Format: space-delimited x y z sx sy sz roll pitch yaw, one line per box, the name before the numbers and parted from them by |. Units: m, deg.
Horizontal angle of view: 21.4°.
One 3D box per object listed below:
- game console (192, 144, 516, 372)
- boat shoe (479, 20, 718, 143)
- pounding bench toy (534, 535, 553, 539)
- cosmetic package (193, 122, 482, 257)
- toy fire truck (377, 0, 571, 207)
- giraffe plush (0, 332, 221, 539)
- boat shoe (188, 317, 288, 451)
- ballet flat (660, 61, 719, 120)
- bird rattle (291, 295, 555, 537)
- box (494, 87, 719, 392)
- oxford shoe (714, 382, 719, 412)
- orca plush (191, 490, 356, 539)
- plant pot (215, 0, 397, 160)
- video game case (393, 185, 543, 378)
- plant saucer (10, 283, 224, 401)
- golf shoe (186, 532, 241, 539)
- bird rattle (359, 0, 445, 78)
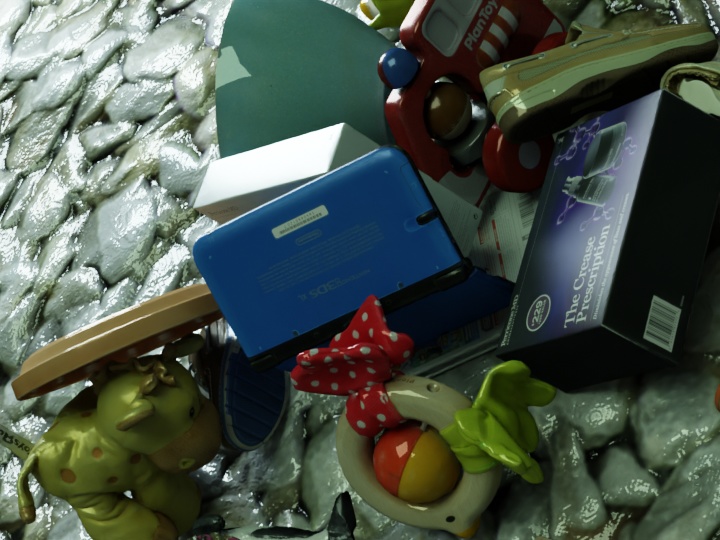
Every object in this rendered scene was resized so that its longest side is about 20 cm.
game console | 0.000 0.000 1.506 0.200 0.171 0.118 -25 9 23
boat shoe | 0.190 -0.170 1.531 0.200 0.072 0.076 -19 66 -19
pounding bench toy | 0.159 0.257 1.236 0.156 0.200 0.124 16 72 44
cosmetic package | -0.021 -0.050 1.568 0.200 0.151 0.052 -11 52 54
toy fire truck | 0.090 -0.159 1.577 0.112 0.168 0.200 8 64 54
giraffe plush | -0.182 0.131 1.574 0.162 0.200 0.173 -39 41 32
boat shoe | -0.109 0.078 1.670 0.072 0.072 0.200 -26 42 33
ballet flat | 0.306 -0.110 1.461 0.200 0.062 0.068 32 110 48
bird rattle | 0.039 0.125 1.426 0.200 0.163 0.113 15 33 4
box | 0.193 -0.020 1.452 0.141 0.079 0.200 -25 43 59
oxford shoe | 0.339 0.055 1.325 0.200 0.071 0.073 -36 51 14
orca plush | -0.074 0.218 1.540 0.200 0.105 0.071 -35 7 35
plant pot | -0.033 -0.149 1.685 0.135 0.200 0.200 1 61 16
video game case | 0.080 0.013 1.593 0.200 0.018 0.143 -26 49 23
plant saucer | -0.197 0.055 1.584 0.200 0.200 0.032 -25 86 23
golf shoe | -0.065 0.267 1.472 0.200 0.092 0.073 18 67 34
bird rattle | 0.072 -0.285 1.747 0.200 0.113 0.163 -58 28 -12
